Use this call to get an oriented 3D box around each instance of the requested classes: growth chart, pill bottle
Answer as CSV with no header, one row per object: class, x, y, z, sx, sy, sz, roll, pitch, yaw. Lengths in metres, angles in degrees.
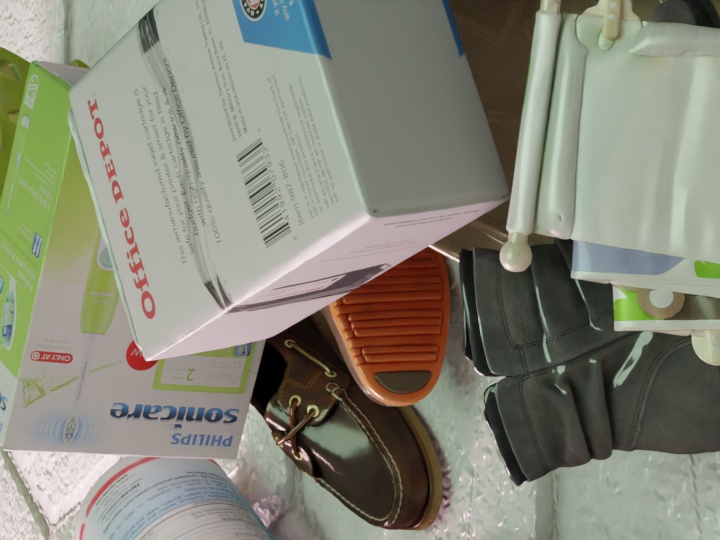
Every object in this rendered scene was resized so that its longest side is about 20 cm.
growth chart,0.150,-0.031,0.685,0.199,0.018,0.145,15,98,14
pill bottle,-0.092,0.202,1.069,0.200,0.108,0.109,45,125,48

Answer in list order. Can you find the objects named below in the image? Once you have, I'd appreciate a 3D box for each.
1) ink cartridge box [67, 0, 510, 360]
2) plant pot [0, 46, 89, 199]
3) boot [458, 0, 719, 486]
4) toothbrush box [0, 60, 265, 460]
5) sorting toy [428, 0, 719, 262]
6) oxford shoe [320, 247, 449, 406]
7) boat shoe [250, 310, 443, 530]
ink cartridge box,-0.041,-0.059,0.794,0.200,0.084,0.145,-30,73,50
plant pot,-0.283,-0.049,1.310,0.200,0.181,0.200,-48,50,45
boot,0.102,-0.012,0.734,0.070,0.131,0.201,10,-106,-81
toothbrush box,-0.126,-0.003,0.979,0.086,0.145,0.201,37,115,54
sorting toy,0.069,-0.096,0.824,0.200,0.036,0.186,29,101,26
oxford shoe,0.000,0.000,0.984,0.073,0.071,0.201,116,149,-48
boat shoe,-0.027,0.083,1.011,0.200,0.070,0.071,44,122,47
